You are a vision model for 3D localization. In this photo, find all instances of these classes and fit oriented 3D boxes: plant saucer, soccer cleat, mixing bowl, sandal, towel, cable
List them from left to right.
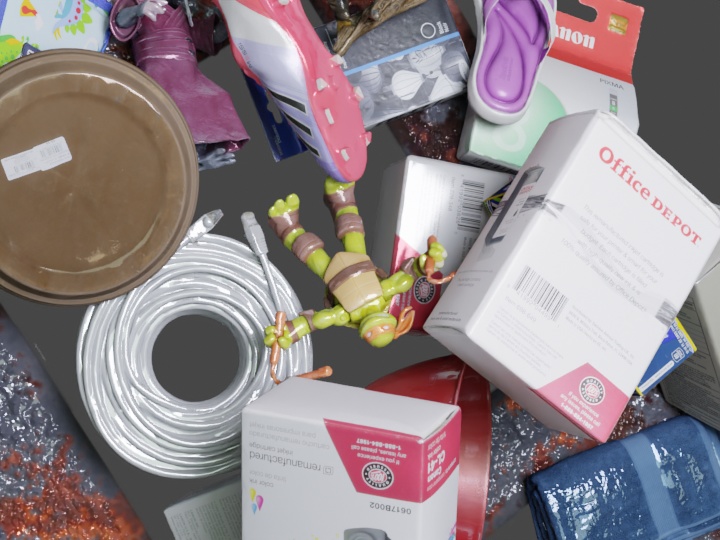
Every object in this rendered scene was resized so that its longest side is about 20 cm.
[{"bbox_3d":[-0.219,-0.066,0.896,0.198,0.029,0.203,-5,106,-18],"label":"plant saucer"},{"bbox_3d":[-0.139,0.071,0.986,0.199,0.069,0.202,-29,93,-13],"label":"cable"},{"bbox_3d":[-0.058,-0.160,0.949,0.067,0.076,0.202,-44,112,-51],"label":"soccer cleat"},{"bbox_3d":[0.041,0.163,0.979,0.107,0.200,0.203,3,85,15],"label":"mixing bowl"},{"bbox_3d":[0.143,-0.225,1.057,0.081,0.050,0.205,11,66,-11],"label":"sandal"},{"bbox_3d":[0.255,0.210,1.087,0.198,0.049,0.113,-17,90,-15],"label":"towel"}]

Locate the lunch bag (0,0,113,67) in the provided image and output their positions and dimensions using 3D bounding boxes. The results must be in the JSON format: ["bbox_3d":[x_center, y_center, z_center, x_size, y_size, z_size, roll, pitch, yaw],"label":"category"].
[{"bbox_3d":[-0.310,-0.166,0.936,0.198,0.127,0.172,17,82,-24],"label":"lunch bag"}]

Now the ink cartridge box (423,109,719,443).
[{"bbox_3d":[0.163,0.003,0.884,0.145,0.085,0.201,38,78,-18],"label":"ink cartridge box"}]

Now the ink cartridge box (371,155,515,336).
[{"bbox_3d":[0.113,-0.008,1.039,0.198,0.086,0.150,10,84,-15],"label":"ink cartridge box"}]

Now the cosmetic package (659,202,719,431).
[{"bbox_3d":[0.310,0.042,1.042,0.087,0.103,0.201,-39,128,-15],"label":"cosmetic package"}]

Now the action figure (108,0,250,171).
[{"bbox_3d":[-0.162,-0.173,0.999,0.133,0.148,0.202,8,63,-42],"label":"action figure"}]

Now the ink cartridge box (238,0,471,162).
[{"bbox_3d":[-0.001,-0.177,1.054,0.198,0.039,0.100,-23,93,-14],"label":"ink cartridge box"}]

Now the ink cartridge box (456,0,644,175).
[{"bbox_3d":[0.188,-0.179,1.098,0.159,0.050,0.202,15,85,-13],"label":"ink cartridge box"}]

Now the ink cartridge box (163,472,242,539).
[{"bbox_3d":[-0.045,0.235,0.953,0.198,0.057,0.164,-23,91,20],"label":"ink cartridge box"}]

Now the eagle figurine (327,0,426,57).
[{"bbox_3d":[-0.047,-0.283,0.997,0.150,0.152,0.201,-38,89,21],"label":"eagle figurine"}]

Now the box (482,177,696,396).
[{"bbox_3d":[0.190,0.004,0.975,0.070,0.064,0.201,-35,95,-16],"label":"box"}]

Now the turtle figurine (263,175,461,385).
[{"bbox_3d":[0.000,0.000,0.948,0.199,0.064,0.162,-30,61,3],"label":"turtle figurine"}]

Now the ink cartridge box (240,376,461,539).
[{"bbox_3d":[-0.009,0.193,0.858,0.146,0.085,0.203,6,102,22],"label":"ink cartridge box"}]
